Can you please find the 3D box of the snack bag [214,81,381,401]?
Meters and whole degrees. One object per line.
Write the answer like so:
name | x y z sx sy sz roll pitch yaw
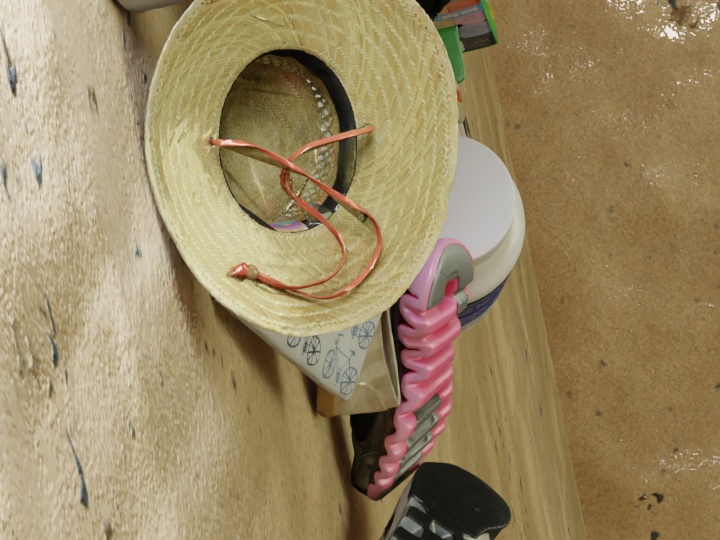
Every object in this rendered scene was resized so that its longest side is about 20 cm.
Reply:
snack bag | -0.012 -0.041 1.503 0.189 0.021 0.200 44 62 -61

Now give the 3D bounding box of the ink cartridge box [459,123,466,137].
ink cartridge box | 0.062 -0.068 2.274 0.200 0.067 0.117 -84 163 -58

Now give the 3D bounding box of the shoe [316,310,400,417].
shoe | 0.000 0.000 1.645 0.070 0.053 0.200 -61 154 -64

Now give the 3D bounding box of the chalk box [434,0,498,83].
chalk box | 0.040 -0.245 2.133 0.124 0.124 0.200 58 22 -70

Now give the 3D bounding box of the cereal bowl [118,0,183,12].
cereal bowl | -0.096 -0.234 1.308 0.200 0.083 0.201 -9 90 -82

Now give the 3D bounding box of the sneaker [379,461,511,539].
sneaker | 0.040 0.194 1.739 0.089 0.074 0.200 -59 173 24

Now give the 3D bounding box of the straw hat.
straw hat | -0.048 -0.069 1.370 0.085 0.201 0.201 9 -66 59

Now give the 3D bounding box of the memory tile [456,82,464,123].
memory tile | 0.017 -0.197 1.845 0.200 0.017 0.153 67 18 8

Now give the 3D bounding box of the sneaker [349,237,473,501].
sneaker | 0.012 0.057 1.736 0.079 0.095 0.200 -32 138 -56

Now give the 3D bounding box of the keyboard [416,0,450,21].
keyboard | 0.012 -0.139 1.624 0.021 0.200 0.127 41 24 10

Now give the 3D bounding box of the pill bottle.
pill bottle | 0.054 -0.026 1.829 0.200 0.119 0.120 107 -25 -77
